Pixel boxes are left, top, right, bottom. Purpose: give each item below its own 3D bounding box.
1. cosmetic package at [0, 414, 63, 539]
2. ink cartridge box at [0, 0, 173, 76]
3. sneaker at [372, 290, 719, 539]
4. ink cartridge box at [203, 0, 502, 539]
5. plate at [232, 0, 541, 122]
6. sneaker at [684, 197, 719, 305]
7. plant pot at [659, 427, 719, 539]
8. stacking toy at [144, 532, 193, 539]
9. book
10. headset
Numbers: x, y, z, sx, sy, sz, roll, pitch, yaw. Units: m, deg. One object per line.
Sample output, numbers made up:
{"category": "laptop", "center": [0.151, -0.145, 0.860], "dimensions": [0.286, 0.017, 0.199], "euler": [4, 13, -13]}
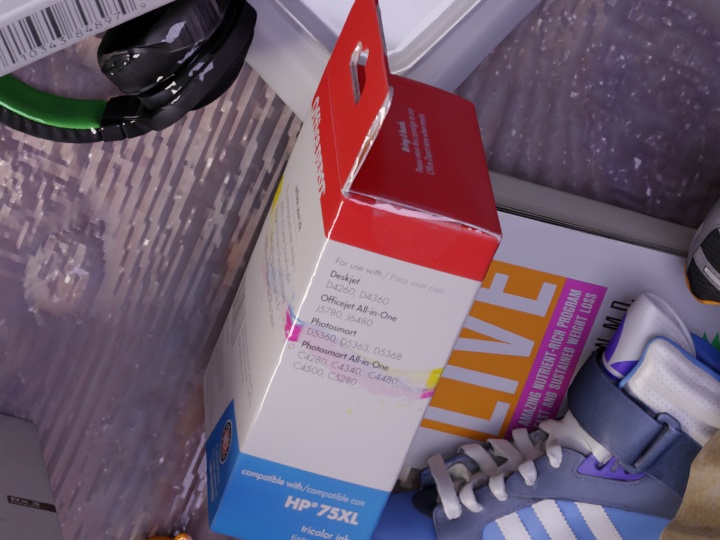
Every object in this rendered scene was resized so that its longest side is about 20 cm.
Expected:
{"category": "cosmetic package", "center": [-0.184, 0.110, 1.116], "dimensions": [0.112, 0.200, 0.082], "euler": [14, 100, -15]}
{"category": "ink cartridge box", "center": [-0.095, -0.196, 1.086], "dimensions": [0.199, 0.041, 0.201], "euler": [-24, 63, -4]}
{"category": "sneaker", "center": [0.083, 0.072, 1.178], "dimensions": [0.198, 0.081, 0.148], "euler": [6, 110, -6]}
{"category": "ink cartridge box", "center": [0.000, 0.000, 1.100], "dimensions": [0.067, 0.116, 0.201], "euler": [16, 118, -13]}
{"category": "plate", "center": [0.006, -0.173, 1.175], "dimensions": [0.200, 0.032, 0.200], "euler": [-44, 106, 2]}
{"category": "sneaker", "center": [0.224, 0.019, 1.163], "dimensions": [0.199, 0.079, 0.077], "euler": [33, 137, -11]}
{"category": "plant pot", "center": [0.224, 0.137, 1.117], "dimensions": [0.183, 0.200, 0.201], "euler": [36, 94, -30]}
{"category": "stacking toy", "center": [-0.021, 0.171, 1.195], "dimensions": [0.199, 0.110, 0.117], "euler": [31, 105, 18]}
{"category": "book", "center": [0.054, 0.027, 1.213], "dimensions": [0.199, 0.048, 0.134], "euler": [14, 114, -12]}
{"category": "headset", "center": [-0.085, -0.112, 1.121], "dimensions": [0.199, 0.094, 0.124], "euler": [-14, 120, 15]}
